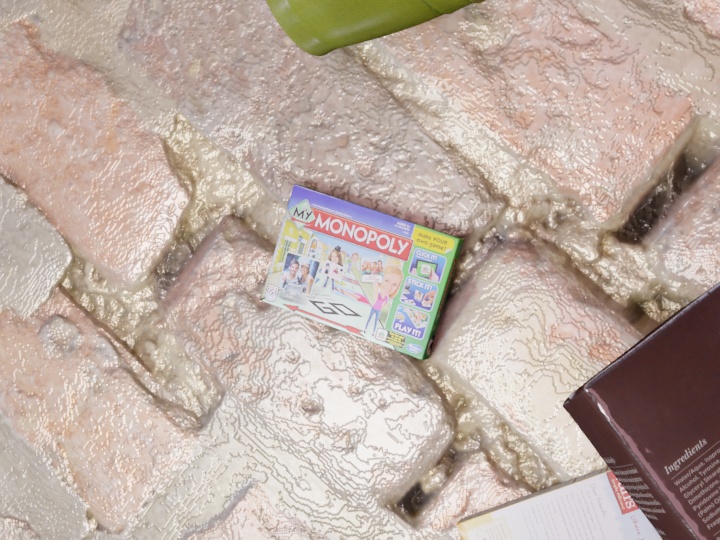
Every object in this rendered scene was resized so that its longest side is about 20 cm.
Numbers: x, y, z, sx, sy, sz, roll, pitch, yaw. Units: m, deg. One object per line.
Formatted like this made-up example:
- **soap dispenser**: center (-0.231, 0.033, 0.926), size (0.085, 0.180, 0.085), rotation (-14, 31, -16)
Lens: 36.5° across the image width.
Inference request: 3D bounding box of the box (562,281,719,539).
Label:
- **box**: center (0.315, 0.148, 1.005), size (0.163, 0.166, 0.201), rotation (-35, 79, -3)

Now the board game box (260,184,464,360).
- **board game box**: center (0.000, 0.000, 1.192), size (0.197, 0.029, 0.137), rotation (18, 95, 16)

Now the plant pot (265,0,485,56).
- **plant pot**: center (0.002, -0.323, 1.124), size (0.191, 0.200, 0.203), rotation (-24, 82, 27)

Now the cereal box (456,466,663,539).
- **cereal box**: center (0.214, 0.294, 1.117), size (0.197, 0.039, 0.146), rotation (-22, 83, 15)
